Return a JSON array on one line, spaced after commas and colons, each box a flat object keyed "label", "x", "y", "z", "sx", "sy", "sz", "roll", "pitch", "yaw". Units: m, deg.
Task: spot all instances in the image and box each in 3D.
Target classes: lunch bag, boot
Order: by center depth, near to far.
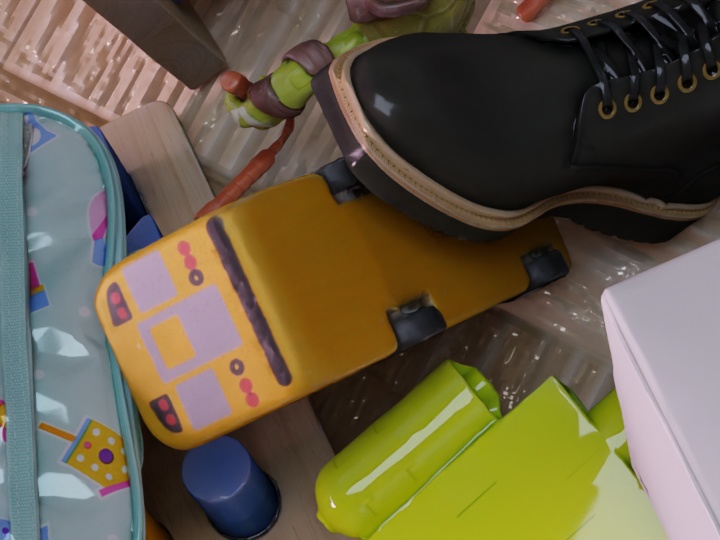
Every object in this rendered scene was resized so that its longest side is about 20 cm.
[{"label": "lunch bag", "x": -0.144, "y": 0.037, "z": 0.730, "sx": 0.159, "sy": 0.077, "sz": 0.202, "roll": -4, "pitch": 64, "yaw": -7}, {"label": "boot", "x": 0.091, "y": -0.075, "z": 0.748, "sx": 0.138, "sy": 0.199, "sz": 0.078, "roll": -37, "pitch": 68, "yaw": 35}]

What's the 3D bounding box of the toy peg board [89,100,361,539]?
[{"label": "toy peg board", "x": -0.128, "y": 0.048, "z": 0.808, "sx": 0.198, "sy": 0.098, "sz": 0.201, "roll": -26, "pitch": 68, "yaw": 0}]

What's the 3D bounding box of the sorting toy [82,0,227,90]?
[{"label": "sorting toy", "x": -0.113, "y": -0.188, "z": 0.826, "sx": 0.069, "sy": 0.199, "sz": 0.201, "roll": -35, "pitch": 72, "yaw": 6}]

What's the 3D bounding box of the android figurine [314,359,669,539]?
[{"label": "android figurine", "x": 0.057, "y": 0.122, "z": 0.754, "sx": 0.200, "sy": 0.041, "sz": 0.182, "roll": -40, "pitch": 72, "yaw": 4}]

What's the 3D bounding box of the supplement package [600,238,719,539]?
[{"label": "supplement package", "x": 0.186, "y": 0.041, "z": 0.658, "sx": 0.199, "sy": 0.121, "sz": 0.120, "roll": -24, "pitch": 60, "yaw": -1}]

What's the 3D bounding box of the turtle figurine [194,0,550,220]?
[{"label": "turtle figurine", "x": 0.002, "y": -0.110, "z": 0.805, "sx": 0.199, "sy": 0.162, "sz": 0.064, "roll": -36, "pitch": 37, "yaw": -8}]

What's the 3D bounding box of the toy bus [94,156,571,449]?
[{"label": "toy bus", "x": 0.000, "y": 0.000, "z": 0.771, "sx": 0.078, "sy": 0.200, "sz": 0.065, "roll": -28, "pitch": 87, "yaw": 29}]
